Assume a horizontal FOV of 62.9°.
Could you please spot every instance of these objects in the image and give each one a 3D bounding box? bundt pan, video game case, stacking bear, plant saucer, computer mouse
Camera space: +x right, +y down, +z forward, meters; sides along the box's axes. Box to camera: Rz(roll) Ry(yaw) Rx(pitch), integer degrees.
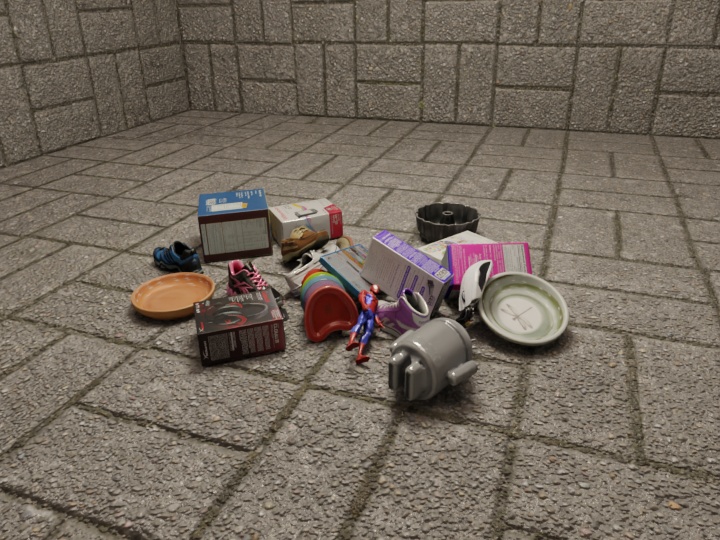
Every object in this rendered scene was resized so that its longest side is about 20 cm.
[{"bbox_3d":[0.257,-0.135,1.746,0.194,0.078,0.203,-1,26,1],"label":"bundt pan"},{"bbox_3d":[0.000,0.000,1.424,0.142,0.018,0.199,41,26,15],"label":"video game case"},{"bbox_3d":[-0.087,0.057,1.328,0.118,0.117,0.200,-18,21,-8],"label":"stacking bear"},{"bbox_3d":[0.344,0.091,1.263,0.193,0.051,0.204,1,46,-1],"label":"plant saucer"},{"bbox_3d":[-0.446,0.064,1.411,0.193,0.039,0.202,-2,26,1],"label":"plant saucer"},{"bbox_3d":[0.229,0.049,1.258,0.043,0.110,0.203,31,54,-4],"label":"computer mouse"}]

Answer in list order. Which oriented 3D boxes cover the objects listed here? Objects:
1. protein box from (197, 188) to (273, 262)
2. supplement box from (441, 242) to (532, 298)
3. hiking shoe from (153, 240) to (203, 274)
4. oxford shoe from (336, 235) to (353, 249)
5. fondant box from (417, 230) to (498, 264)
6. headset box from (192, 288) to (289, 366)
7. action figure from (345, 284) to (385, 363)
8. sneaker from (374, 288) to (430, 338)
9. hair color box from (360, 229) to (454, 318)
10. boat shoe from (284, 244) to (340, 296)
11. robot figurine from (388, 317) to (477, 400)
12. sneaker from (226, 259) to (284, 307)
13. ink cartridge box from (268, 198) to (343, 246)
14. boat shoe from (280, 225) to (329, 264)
[{"bbox_3d":[-0.363,-0.136,1.709,0.193,0.139,0.199,-7,25,-11],"label":"protein box"},{"bbox_3d":[0.294,0.002,1.386,0.193,0.107,0.102,0,-20,-1],"label":"supplement box"},{"bbox_3d":[-0.490,-0.045,1.580,0.196,0.089,0.074,18,31,35],"label":"hiking shoe"},{"bbox_3d":[-0.048,-0.037,1.567,0.072,0.073,0.201,-12,26,-9],"label":"oxford shoe"},{"bbox_3d":[0.268,-0.036,1.562,0.196,0.060,0.143,-18,30,-33],"label":"fondant box"},{"bbox_3d":[-0.248,0.114,1.249,0.194,0.077,0.149,-9,26,-16],"label":"headset box"},{"bbox_3d":[0.015,0.099,1.233,0.051,0.066,0.203,-27,29,28],"label":"action figure"},{"bbox_3d":[0.087,0.080,1.262,0.071,0.118,0.199,-18,29,-30],"label":"sneaker"},{"bbox_3d":[0.104,0.010,1.342,0.198,0.112,0.064,35,36,20],"label":"hair color box"},{"bbox_3d":[-0.118,-0.019,1.480,0.072,0.066,0.201,-20,20,39],"label":"boat shoe"},{"bbox_3d":[0.133,0.160,1.088,0.167,0.116,0.197,25,36,36],"label":"robot figurine"},{"bbox_3d":[-0.256,0.032,1.401,0.197,0.098,0.078,22,31,37],"label":"sneaker"},{"bbox_3d":[-0.166,-0.147,1.782,0.194,0.088,0.147,-11,27,-23],"label":"ink cartridge box"},{"bbox_3d":[-0.158,-0.077,1.551,0.074,0.076,0.198,-18,-3,-41],"label":"boat shoe"}]
